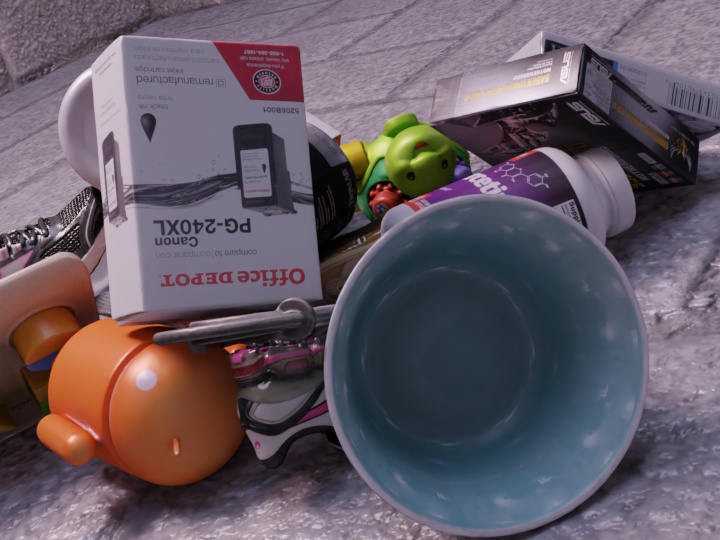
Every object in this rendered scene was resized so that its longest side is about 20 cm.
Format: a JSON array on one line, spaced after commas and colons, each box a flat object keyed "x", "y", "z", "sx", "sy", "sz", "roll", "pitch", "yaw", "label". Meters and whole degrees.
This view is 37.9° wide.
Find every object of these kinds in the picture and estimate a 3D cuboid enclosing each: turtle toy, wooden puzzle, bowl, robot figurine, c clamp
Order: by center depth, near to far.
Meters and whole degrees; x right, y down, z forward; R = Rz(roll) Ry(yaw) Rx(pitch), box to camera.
[{"x": 0.068, "y": 0.056, "z": 0.662, "sx": 0.201, "sy": 0.201, "sz": 0.105, "roll": -23, "pitch": 3, "yaw": -10, "label": "bowl"}, {"x": -0.041, "y": 0.032, "z": 0.738, "sx": 0.171, "sy": 0.027, "sz": 0.200, "roll": -7, "pitch": -1, "yaw": 25, "label": "c clamp"}, {"x": -0.161, "y": 0.097, "z": 0.806, "sx": 0.144, "sy": 0.117, "sz": 0.200, "roll": 21, "pitch": -8, "yaw": -41, "label": "robot figurine"}, {"x": -0.299, "y": 0.090, "z": 0.880, "sx": 0.185, "sy": 0.200, "sz": 0.046, "roll": -28, "pitch": 62, "yaw": -21, "label": "wooden puzzle"}, {"x": 0.054, "y": -0.092, "z": 1.041, "sx": 0.146, "sy": 0.101, "sz": 0.200, "roll": -20, "pitch": -20, "yaw": -4, "label": "turtle toy"}]

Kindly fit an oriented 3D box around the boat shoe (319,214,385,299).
[{"x": 0.000, "y": 0.000, "z": 0.964, "sx": 0.200, "sy": 0.066, "sz": 0.074, "roll": -24, "pitch": 14, "yaw": 17, "label": "boat shoe"}]

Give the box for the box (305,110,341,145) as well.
[{"x": -0.126, "y": -0.083, "z": 1.146, "sx": 0.097, "sy": 0.124, "sz": 0.200, "roll": 35, "pitch": 51, "yaw": 26, "label": "box"}]

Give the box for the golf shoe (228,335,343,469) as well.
[{"x": -0.003, "y": 0.087, "z": 0.770, "sx": 0.200, "sy": 0.092, "sz": 0.073, "roll": -8, "pitch": -2, "yaw": -34, "label": "golf shoe"}]

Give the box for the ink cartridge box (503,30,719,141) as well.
[{"x": 0.216, "y": -0.151, "z": 1.009, "sx": 0.198, "sy": 0.043, "sz": 0.200, "roll": 13, "pitch": -12, "yaw": -14, "label": "ink cartridge box"}]

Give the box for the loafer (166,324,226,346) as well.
[{"x": -0.122, "y": 0.017, "z": 1.001, "sx": 0.070, "sy": 0.070, "sz": 0.200, "roll": -56, "pitch": 4, "yaw": 39, "label": "loafer"}]

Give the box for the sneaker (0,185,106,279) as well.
[{"x": -0.300, "y": -0.002, "z": 0.899, "sx": 0.200, "sy": 0.086, "sz": 0.080, "roll": -47, "pitch": 32, "yaw": -4, "label": "sneaker"}]

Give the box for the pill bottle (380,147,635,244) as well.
[{"x": 0.125, "y": -0.033, "z": 0.884, "sx": 0.200, "sy": 0.113, "sz": 0.112, "roll": -23, "pitch": 23, "yaw": -12, "label": "pill bottle"}]

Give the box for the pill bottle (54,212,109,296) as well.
[{"x": -0.291, "y": -0.027, "z": 1.171, "sx": 0.114, "sy": 0.114, "sz": 0.200, "roll": -20, "pitch": 12, "yaw": -2, "label": "pill bottle"}]

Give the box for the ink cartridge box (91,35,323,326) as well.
[{"x": -0.115, "y": -0.064, "z": 0.788, "sx": 0.145, "sy": 0.200, "sz": 0.083, "roll": -4, "pitch": -5, "yaw": -30, "label": "ink cartridge box"}]

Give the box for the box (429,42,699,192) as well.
[{"x": 0.185, "y": -0.124, "z": 0.943, "sx": 0.158, "sy": 0.200, "sz": 0.048, "roll": -6, "pitch": 67, "yaw": 44, "label": "box"}]

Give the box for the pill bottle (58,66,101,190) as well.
[{"x": -0.196, "y": -0.128, "z": 0.956, "sx": 0.116, "sy": 0.116, "sz": 0.200, "roll": -19, "pitch": 7, "yaw": 0, "label": "pill bottle"}]

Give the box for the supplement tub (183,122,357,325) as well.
[{"x": -0.103, "y": -0.043, "z": 0.923, "sx": 0.122, "sy": 0.123, "sz": 0.200, "roll": 1, "pitch": 29, "yaw": 40, "label": "supplement tub"}]

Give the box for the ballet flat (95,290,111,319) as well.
[{"x": -0.257, "y": 0.062, "z": 1.025, "sx": 0.200, "sy": 0.072, "sz": 0.072, "roll": -10, "pitch": 23, "yaw": 39, "label": "ballet flat"}]
